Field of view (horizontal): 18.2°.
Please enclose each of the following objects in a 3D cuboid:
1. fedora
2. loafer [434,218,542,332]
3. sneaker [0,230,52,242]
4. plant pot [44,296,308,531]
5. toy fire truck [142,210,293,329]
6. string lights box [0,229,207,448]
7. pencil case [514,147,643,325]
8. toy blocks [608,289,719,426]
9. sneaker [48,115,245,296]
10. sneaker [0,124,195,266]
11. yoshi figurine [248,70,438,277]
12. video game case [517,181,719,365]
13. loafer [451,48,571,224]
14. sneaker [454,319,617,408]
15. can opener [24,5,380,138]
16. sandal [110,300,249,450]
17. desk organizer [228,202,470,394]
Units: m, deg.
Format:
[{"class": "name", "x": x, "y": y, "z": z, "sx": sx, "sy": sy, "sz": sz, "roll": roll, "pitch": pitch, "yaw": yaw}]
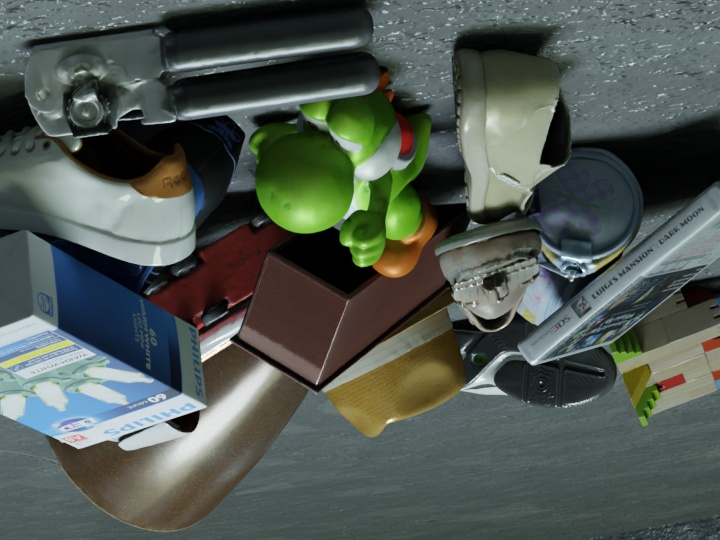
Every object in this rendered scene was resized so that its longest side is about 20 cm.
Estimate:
[{"class": "fedora", "x": 0.027, "y": 0.081, "z": 1.832, "sx": 0.200, "sy": 0.082, "sz": 0.201, "roll": -27, "pitch": 179, "yaw": -1}, {"class": "loafer", "x": 0.090, "y": 0.005, "z": 1.493, "sx": 0.072, "sy": 0.063, "sz": 0.200, "roll": -14, "pitch": 176, "yaw": 1}, {"class": "sneaker", "x": -0.205, "y": -0.020, "z": 1.520, "sx": 0.081, "sy": 0.074, "sz": 0.200, "roll": -23, "pitch": 166, "yaw": 30}, {"class": "plant pot", "x": -0.118, "y": 0.075, "z": 1.736, "sx": 0.187, "sy": 0.187, "sz": 0.200, "roll": 8, "pitch": 146, "yaw": -42}, {"class": "toy fire truck", "x": -0.127, "y": 0.023, "z": 1.601, "sx": 0.200, "sy": 0.049, "sz": 0.141, "roll": -32, "pitch": -179, "yaw": -12}, {"class": "string lights box", "x": -0.188, "y": 0.046, "z": 1.379, "sx": 0.103, "sy": 0.059, "sz": 0.200, "roll": -19, "pitch": 154, "yaw": 21}, {"class": "pencil case", "x": 0.149, "y": -0.020, "z": 1.604, "sx": 0.083, "sy": 0.091, "sz": 0.200, "roll": -6, "pitch": 166, "yaw": -3}, {"class": "toy blocks", "x": 0.295, "y": 0.063, "z": 2.004, "sx": 0.136, "sy": 0.100, "sz": 0.200, "roll": -21, "pitch": 154, "yaw": 6}, {"class": "sneaker", "x": -0.139, "y": -0.030, "z": 1.425, "sx": 0.200, "sy": 0.070, "sz": 0.078, "roll": -36, "pitch": -172, "yaw": 46}, {"class": "sneaker", "x": -0.188, "y": -0.068, "z": 1.331, "sx": 0.199, "sy": 0.085, "sz": 0.073, "roll": 12, "pitch": -149, "yaw": 14}, {"class": "yoshi figurine", "x": -0.017, "y": -0.053, "z": 1.385, "sx": 0.112, "sy": 0.112, "sz": 0.200, "roll": -2, "pitch": 163, "yaw": 10}, {"class": "video game case", "x": 0.212, "y": -0.002, "z": 1.600, "sx": 0.182, "sy": 0.023, "sz": 0.200, "roll": -41, "pitch": 168, "yaw": 19}, {"class": "loafer", "x": 0.096, "y": -0.079, "z": 1.384, "sx": 0.068, "sy": 0.076, "sz": 0.200, "roll": -2, "pitch": 165, "yaw": 7}, {"class": "sneaker", "x": 0.150, "y": 0.080, "z": 2.026, "sx": 0.200, "sy": 0.076, "sz": 0.115, "roll": 4, "pitch": -179, "yaw": 28}, {"class": "can opener", "x": -0.089, "y": -0.115, "z": 1.256, "sx": 0.199, "sy": 0.054, "sz": 0.067, "roll": -8, "pitch": -162, "yaw": 3}, {"class": "sandal", "x": -0.131, "y": 0.089, "z": 1.618, "sx": 0.206, "sy": 0.059, "sz": 0.079, "roll": -31, "pitch": -177, "yaw": 24}, {"class": "desk organizer", "x": 0.000, "y": 0.000, "z": 1.538, "sx": 0.200, "sy": 0.072, "sz": 0.077, "roll": -36, "pitch": 152, "yaw": -55}]
